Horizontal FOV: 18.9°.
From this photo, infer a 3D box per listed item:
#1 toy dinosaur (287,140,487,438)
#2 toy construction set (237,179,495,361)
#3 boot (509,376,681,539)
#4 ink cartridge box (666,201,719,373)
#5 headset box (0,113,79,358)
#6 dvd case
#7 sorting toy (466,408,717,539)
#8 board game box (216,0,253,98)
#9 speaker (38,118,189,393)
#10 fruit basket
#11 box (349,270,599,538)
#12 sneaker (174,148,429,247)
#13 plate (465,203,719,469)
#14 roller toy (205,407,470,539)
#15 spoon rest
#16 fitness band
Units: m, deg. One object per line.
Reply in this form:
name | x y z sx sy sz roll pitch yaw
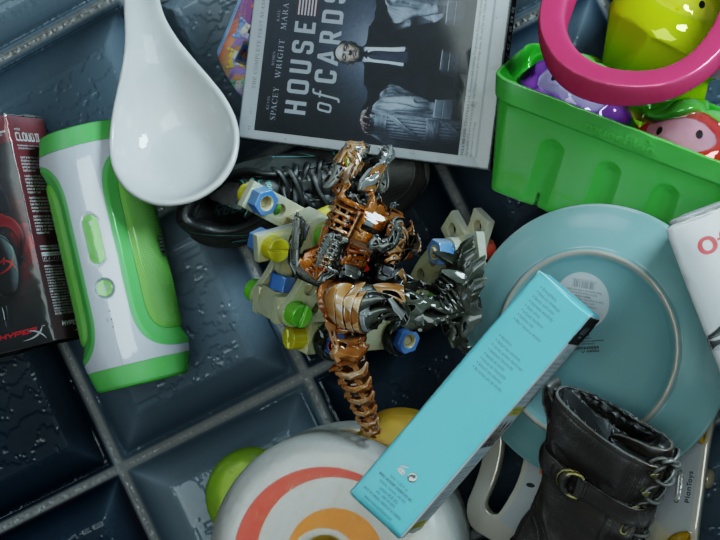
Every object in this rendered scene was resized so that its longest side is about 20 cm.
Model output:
toy dinosaur | 0.015 0.011 1.523 0.135 0.102 0.200 2 122 -4
toy construction set | 0.000 0.000 1.599 0.199 0.092 0.132 1 104 -19
boot | 0.183 0.187 1.490 0.200 0.069 0.174 35 129 22
ink cartridge box | 0.307 0.033 1.436 0.144 0.084 0.200 -21 91 16
headset box | -0.309 -0.028 1.683 0.148 0.075 0.201 -13 88 15
dvd case | 0.012 -0.160 1.600 0.199 0.025 0.151 8 94 17
sorting toy | 0.171 0.145 1.589 0.180 0.107 0.201 7 92 19
board game box | -0.020 -0.199 1.648 0.158 0.039 0.200 24 95 10
speaker | -0.189 -0.011 1.658 0.088 0.088 0.201 -14 88 10
fruit basket | 0.208 -0.133 1.562 0.215 0.156 0.216 5 108 16
box | 0.080 0.092 1.483 0.049 0.082 0.200 41 95 10
sneaker | -0.046 -0.055 1.635 0.199 0.079 0.076 -14 88 9
plate | 0.163 0.053 1.527 0.200 0.026 0.201 1 93 25
roller toy | -0.012 0.206 1.599 0.199 0.140 0.183 -16 88 10
spoon rest | -0.150 -0.139 1.627 0.099 0.061 0.200 -16 64 5
fitness band | 0.205 -0.195 1.520 0.143 0.037 0.200 12 58 18
